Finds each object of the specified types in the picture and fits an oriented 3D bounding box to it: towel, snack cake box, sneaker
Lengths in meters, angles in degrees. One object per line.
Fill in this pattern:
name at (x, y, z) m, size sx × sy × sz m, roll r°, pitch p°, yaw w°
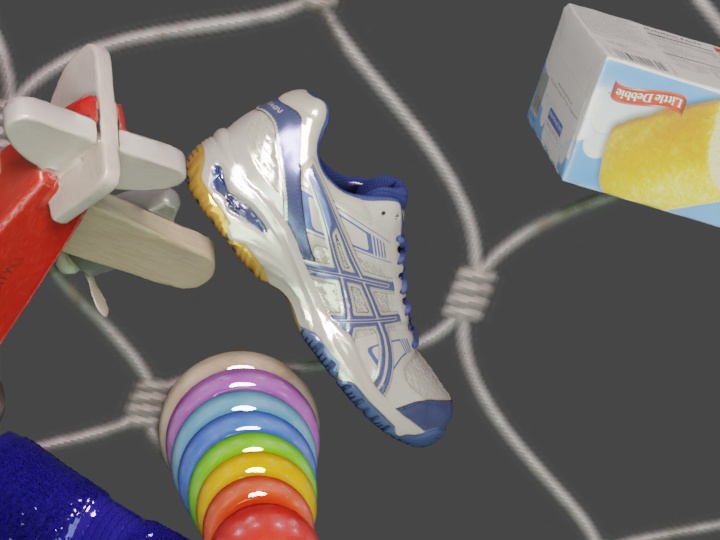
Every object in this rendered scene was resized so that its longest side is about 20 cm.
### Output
towel at (-0.134, 0.189, 1.315) m, size 0.200 × 0.050 × 0.148 m, roll 28°, pitch 112°, yaw 23°
snack cake box at (0.192, -0.063, 1.292) m, size 0.200 × 0.115 × 0.067 m, roll 16°, pitch 106°, yaw -10°
sneaker at (0.000, 0.000, 1.314) m, size 0.088 × 0.075 × 0.200 m, roll -37°, pitch 111°, yaw 1°

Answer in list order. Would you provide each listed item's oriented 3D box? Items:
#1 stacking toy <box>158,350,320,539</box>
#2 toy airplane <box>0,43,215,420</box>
stacking toy at (-0.054, 0.109, 1.275) m, size 0.085 × 0.200 × 0.086 m, roll -2°, pitch 107°, yaw -5°
toy airplane at (-0.177, -0.035, 1.239) m, size 0.199 × 0.141 × 0.200 m, roll -19°, pitch 136°, yaw -8°
